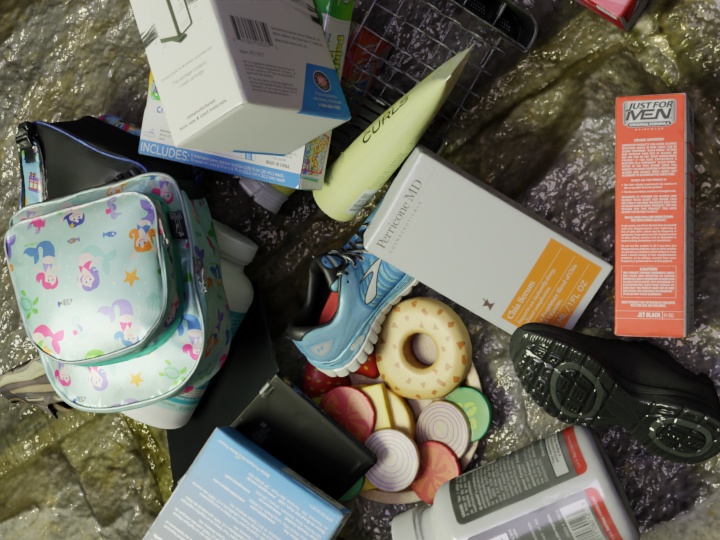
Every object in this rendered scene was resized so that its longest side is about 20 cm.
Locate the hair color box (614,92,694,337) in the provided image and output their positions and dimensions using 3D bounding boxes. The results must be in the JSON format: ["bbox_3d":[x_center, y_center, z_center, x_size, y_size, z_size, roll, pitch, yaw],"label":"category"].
[{"bbox_3d":[0.256,-0.045,0.893,0.061,0.101,0.201,1,89,22],"label":"hair color box"}]

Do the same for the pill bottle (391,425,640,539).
[{"bbox_3d":[0.136,0.226,0.920,0.199,0.116,0.116,-26,80,12],"label":"pill bottle"}]

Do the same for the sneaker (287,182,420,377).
[{"bbox_3d":[0.000,0.000,0.977,0.078,0.090,0.201,19,77,48],"label":"sneaker"}]

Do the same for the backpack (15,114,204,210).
[{"bbox_3d":[-0.272,-0.046,1.088,0.182,0.134,0.201,23,111,22],"label":"backpack"}]

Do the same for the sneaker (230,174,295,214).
[{"bbox_3d":[-0.117,-0.159,1.064,0.090,0.078,0.200,-38,82,9],"label":"sneaker"}]

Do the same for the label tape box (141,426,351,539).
[{"bbox_3d":[-0.122,0.265,0.942,0.143,0.066,0.200,33,88,10],"label":"label tape box"}]

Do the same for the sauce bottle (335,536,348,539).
[{"bbox_3d":[-0.022,0.291,0.992,0.199,0.065,0.065,19,97,0],"label":"sauce bottle"}]

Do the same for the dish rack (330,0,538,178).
[{"bbox_3d":[0.053,-0.183,0.958,0.201,0.153,0.055,-59,28,12],"label":"dish rack"}]

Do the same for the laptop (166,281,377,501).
[{"bbox_3d":[-0.101,0.157,1.051,0.200,0.116,0.187,41,115,-3],"label":"laptop"}]

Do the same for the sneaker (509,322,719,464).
[{"bbox_3d":[0.222,0.094,0.897,0.199,0.091,0.076,26,128,-3],"label":"sneaker"}]

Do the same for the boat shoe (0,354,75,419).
[{"bbox_3d":[-0.336,0.126,1.116,0.200,0.074,0.074,-23,95,52],"label":"boat shoe"}]

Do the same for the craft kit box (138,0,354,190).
[{"bbox_3d":[-0.110,-0.189,0.959,0.199,0.048,0.199,16,102,30],"label":"craft kit box"}]

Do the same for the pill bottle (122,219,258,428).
[{"bbox_3d":[-0.178,0.048,1.029,0.111,0.111,0.201,31,96,19],"label":"pill bottle"}]

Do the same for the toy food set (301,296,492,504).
[{"bbox_3d":[0.030,0.135,1.011,0.199,0.049,0.199,-16,84,21],"label":"toy food set"}]

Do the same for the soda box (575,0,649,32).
[{"bbox_3d":[0.179,-0.303,0.946,0.200,0.063,0.070,37,103,17],"label":"soda box"}]

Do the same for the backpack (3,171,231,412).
[{"bbox_3d":[-0.209,0.024,0.911,0.177,0.151,0.201,-13,92,10],"label":"backpack"}]

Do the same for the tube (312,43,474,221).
[{"bbox_3d":[0.030,-0.122,0.922,0.200,0.052,0.058,-44,49,38],"label":"tube"}]

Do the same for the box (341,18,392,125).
[{"bbox_3d":[-0.082,-0.234,1.032,0.200,0.095,0.100,32,103,19],"label":"box"}]

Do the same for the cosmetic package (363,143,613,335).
[{"bbox_3d":[0.112,-0.019,0.926,0.199,0.071,0.102,29,101,-6],"label":"cosmetic package"}]

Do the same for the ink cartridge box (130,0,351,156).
[{"bbox_3d":[-0.106,-0.205,0.847,0.084,0.146,0.201,-25,78,33],"label":"ink cartridge box"}]
